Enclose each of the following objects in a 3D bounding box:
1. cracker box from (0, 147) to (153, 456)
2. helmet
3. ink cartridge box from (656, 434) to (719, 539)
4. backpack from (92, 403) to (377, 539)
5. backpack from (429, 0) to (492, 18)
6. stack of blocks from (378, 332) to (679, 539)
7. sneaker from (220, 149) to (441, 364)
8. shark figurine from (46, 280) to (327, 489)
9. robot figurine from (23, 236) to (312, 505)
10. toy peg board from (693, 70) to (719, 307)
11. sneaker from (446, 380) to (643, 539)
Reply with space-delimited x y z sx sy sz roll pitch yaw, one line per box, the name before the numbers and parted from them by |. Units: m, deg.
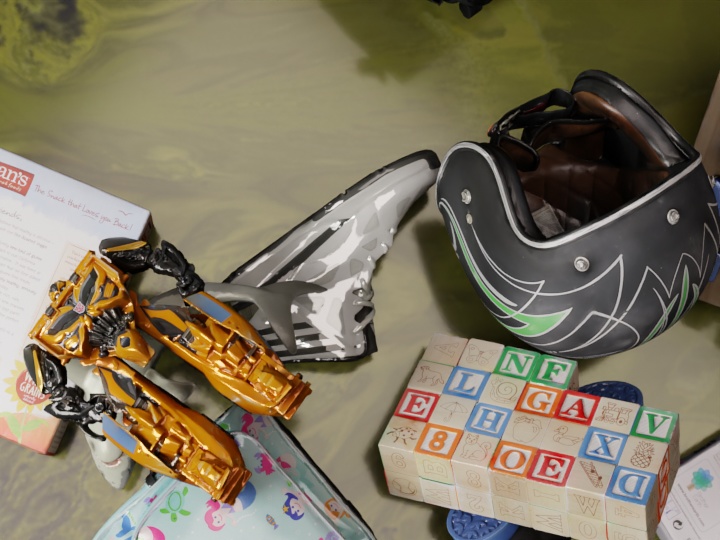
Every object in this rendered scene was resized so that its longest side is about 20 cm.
cracker box | -0.257 0.023 1.155 0.133 0.058 0.201 23 81 -1
helmet | 0.166 -0.030 1.110 0.200 0.200 0.191 -37 67 -8
ink cartridge box | 0.325 0.170 1.174 0.199 0.042 0.120 -31 84 -5
backpack | -0.100 0.215 1.093 0.200 0.151 0.178 -41 86 -4
backpack | 0.030 -0.304 1.177 0.200 0.167 0.127 43 98 19
stack of blocks | 0.127 0.122 1.099 0.199 0.059 0.115 11 48 24
sneaker | 0.000 0.000 1.176 0.200 0.076 0.116 -36 93 0
shark figurine | -0.140 0.046 1.120 0.214 0.090 0.128 -39 97 13
robot figurine | -0.140 0.062 1.034 0.199 0.058 0.145 33 83 16
toy peg board | 0.339 -0.049 1.132 0.198 0.098 0.202 20 101 11
sneaker | 0.146 0.166 1.155 0.200 0.070 0.078 -37 129 -24
